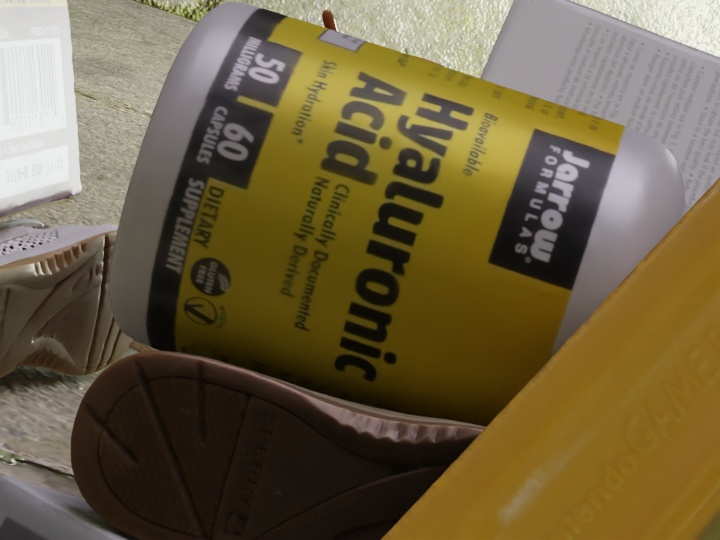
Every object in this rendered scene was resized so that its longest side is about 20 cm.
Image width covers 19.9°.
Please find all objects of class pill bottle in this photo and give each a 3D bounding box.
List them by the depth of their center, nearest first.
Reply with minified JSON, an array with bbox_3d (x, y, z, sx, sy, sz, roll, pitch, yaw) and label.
[{"bbox_3d":[0.033,-0.002,0.628,0.199,0.112,0.111,18,10,5],"label":"pill bottle"}]

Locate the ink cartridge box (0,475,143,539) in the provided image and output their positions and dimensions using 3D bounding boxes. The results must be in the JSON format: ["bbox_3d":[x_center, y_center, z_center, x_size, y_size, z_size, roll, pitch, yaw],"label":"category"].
[{"bbox_3d":[-0.011,0.128,0.638,0.159,0.048,0.200,23,-5,28],"label":"ink cartridge box"}]

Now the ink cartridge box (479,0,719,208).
[{"bbox_3d":[0.099,0.018,0.705,0.172,0.201,0.044,22,-23,6],"label":"ink cartridge box"}]

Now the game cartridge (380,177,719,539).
[{"bbox_3d":[0.125,0.088,0.530,0.200,0.176,0.032,42,-18,9],"label":"game cartridge"}]

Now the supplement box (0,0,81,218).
[{"bbox_3d":[-0.240,-0.072,0.915,0.198,0.104,0.131,-1,8,12],"label":"supplement box"}]

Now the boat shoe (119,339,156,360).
[{"bbox_3d":[-0.001,0.077,0.730,0.199,0.067,0.074,25,-7,-2],"label":"boat shoe"}]

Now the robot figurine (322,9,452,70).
[{"bbox_3d":[-0.002,0.000,0.816,0.116,0.201,0.144,-6,33,-38],"label":"robot figurine"}]

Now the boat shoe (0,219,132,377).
[{"bbox_3d":[-0.156,0.006,0.900,0.069,0.071,0.200,22,13,24],"label":"boat shoe"}]

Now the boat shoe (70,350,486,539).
[{"bbox_3d":[0.015,0.075,0.596,0.199,0.073,0.072,18,-1,5],"label":"boat shoe"}]
